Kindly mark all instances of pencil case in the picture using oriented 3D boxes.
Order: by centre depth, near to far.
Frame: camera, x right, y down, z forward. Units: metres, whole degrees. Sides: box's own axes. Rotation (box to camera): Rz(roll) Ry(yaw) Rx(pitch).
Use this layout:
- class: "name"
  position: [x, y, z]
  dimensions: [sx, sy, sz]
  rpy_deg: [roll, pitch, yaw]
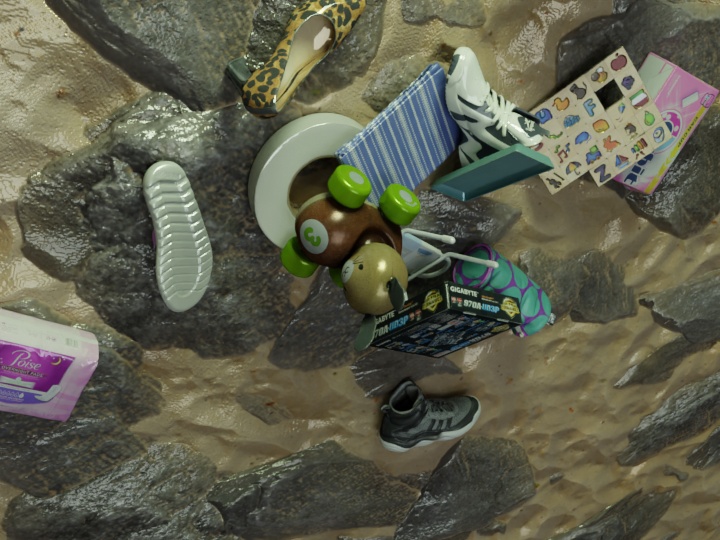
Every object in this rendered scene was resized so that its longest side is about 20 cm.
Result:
- class: "pencil case"
  position: [0.237, 0.037, 1.327]
  dimensions: [0.199, 0.084, 0.094]
  rpy_deg: [35, 59, -38]

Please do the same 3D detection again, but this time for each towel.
- class: "towel"
  position: [0.059, -0.173, 1.103]
  dimensions: [0.200, 0.024, 0.145]
  rpy_deg: [-44, 137, -13]

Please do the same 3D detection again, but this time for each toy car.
- class: "toy car"
  position: [0.000, 0.000, 1.032]
  dimensions: [0.156, 0.202, 0.165]
  rpy_deg: [16, 129, -30]

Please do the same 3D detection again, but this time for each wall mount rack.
- class: "wall mount rack"
  position: [0.096, -0.014, 1.193]
  dimensions: [0.173, 0.075, 0.199]
  rpy_deg: [-32, 145, 30]

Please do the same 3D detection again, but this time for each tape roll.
- class: "tape roll"
  position: [-0.057, -0.115, 1.105]
  dimensions: [0.200, 0.037, 0.205]
  rpy_deg: [-14, 128, -19]

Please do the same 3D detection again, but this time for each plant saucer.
- class: "plant saucer"
  position: [0.182, -0.136, 1.133]
  dimensions: [0.069, 0.199, 0.019]
  rpy_deg: [18, 72, -26]

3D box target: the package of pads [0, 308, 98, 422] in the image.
- class: "package of pads"
  position: [-0.454, 0.117, 1.037]
  dimensions: [0.198, 0.076, 0.121]
  rpy_deg: [20, 113, -36]

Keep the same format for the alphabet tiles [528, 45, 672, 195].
- class: "alphabet tiles"
  position: [0.349, -0.210, 1.215]
  dimensions: [0.199, 0.008, 0.168]
  rpy_deg: [-34, 111, 13]

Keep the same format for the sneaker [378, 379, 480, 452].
- class: "sneaker"
  position: [0.125, 0.245, 1.420]
  dimensions: [0.197, 0.076, 0.115]
  rpy_deg: [-16, 131, -13]

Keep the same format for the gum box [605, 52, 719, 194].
- class: "gum box"
  position: [0.457, -0.224, 1.272]
  dimensions: [0.112, 0.066, 0.202]
  rpy_deg: [15, 115, -32]

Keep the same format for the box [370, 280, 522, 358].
- class: "box"
  position: [0.127, 0.082, 1.256]
  dimensions: [0.157, 0.047, 0.199]
  rpy_deg: [13, 152, -35]

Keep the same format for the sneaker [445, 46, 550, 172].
- class: "sneaker"
  position: [0.193, -0.214, 1.093]
  dimensions: [0.080, 0.128, 0.201]
  rpy_deg: [-59, 146, -40]

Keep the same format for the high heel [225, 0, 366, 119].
- class: "high heel"
  position: [-0.056, -0.250, 0.942]
  dimensions: [0.198, 0.143, 0.072]
  rpy_deg: [-32, 131, -3]

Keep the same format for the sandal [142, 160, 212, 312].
- class: "sandal"
  position: [-0.243, -0.047, 1.054]
  dimensions: [0.082, 0.050, 0.206]
  rpy_deg: [-18, 117, -34]
